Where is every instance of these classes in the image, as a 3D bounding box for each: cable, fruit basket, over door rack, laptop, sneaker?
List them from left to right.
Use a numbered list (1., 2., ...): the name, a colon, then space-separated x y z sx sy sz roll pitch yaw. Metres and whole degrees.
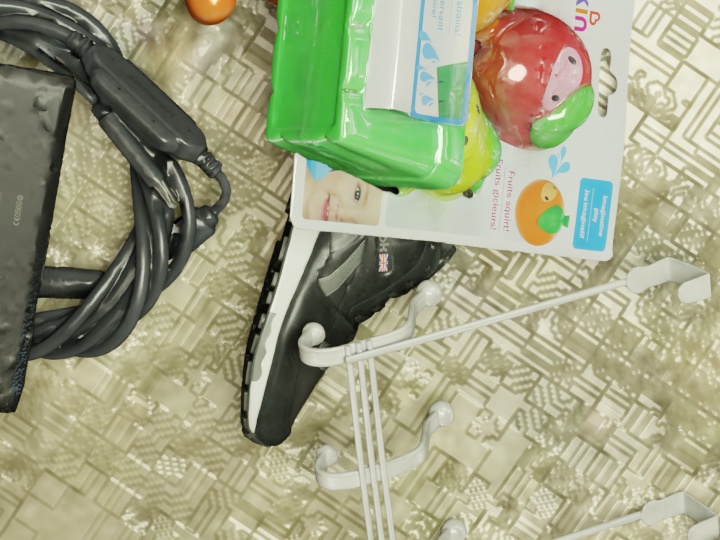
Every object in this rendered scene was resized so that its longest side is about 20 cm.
1. laptop: -0.258 -0.039 1.069 0.200 0.103 0.177 8 106 -13
2. cable: -0.174 -0.052 1.077 0.200 0.051 0.163 41 105 2
3. sneaker: 0.000 0.000 1.057 0.087 0.076 0.200 17 97 -5
4. fruit basket: 0.058 -0.102 0.996 0.200 0.094 0.185 6 89 -31
5. over door rack: 0.073 0.077 1.052 0.200 0.067 0.148 -10 113 -8

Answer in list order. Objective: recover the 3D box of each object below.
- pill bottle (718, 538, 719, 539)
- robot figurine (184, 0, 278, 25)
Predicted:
1. pill bottle: 0.212 0.235 1.045 0.120 0.120 0.200 3 97 3
2. robot figurine: -0.077 -0.219 1.012 0.144 0.117 0.200 -10 97 34
